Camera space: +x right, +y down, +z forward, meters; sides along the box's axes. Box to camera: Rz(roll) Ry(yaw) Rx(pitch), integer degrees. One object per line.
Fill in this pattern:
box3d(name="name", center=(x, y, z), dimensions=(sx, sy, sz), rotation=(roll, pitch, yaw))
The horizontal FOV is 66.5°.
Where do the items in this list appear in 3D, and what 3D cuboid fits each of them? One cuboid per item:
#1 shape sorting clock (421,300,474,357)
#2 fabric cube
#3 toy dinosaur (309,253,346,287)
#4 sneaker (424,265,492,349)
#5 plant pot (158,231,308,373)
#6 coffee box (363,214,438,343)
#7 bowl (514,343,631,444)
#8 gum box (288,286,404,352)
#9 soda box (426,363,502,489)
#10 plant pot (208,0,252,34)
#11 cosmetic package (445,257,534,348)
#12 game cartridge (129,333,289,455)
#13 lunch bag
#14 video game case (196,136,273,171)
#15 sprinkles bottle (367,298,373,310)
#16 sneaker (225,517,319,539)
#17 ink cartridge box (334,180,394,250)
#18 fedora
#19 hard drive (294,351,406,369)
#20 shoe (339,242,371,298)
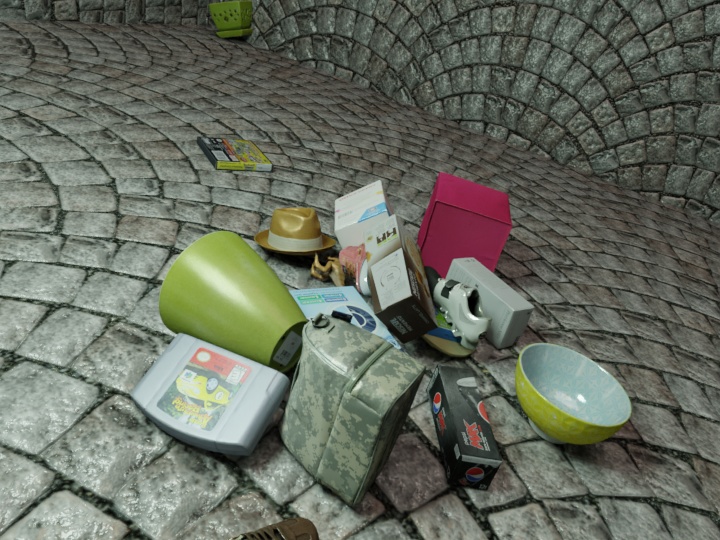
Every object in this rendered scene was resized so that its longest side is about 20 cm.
box3d(name="shape sorting clock", center=(0.161, 0.092, 1.126), dimensions=(0.197, 0.039, 0.202), rotation=(26, 32, -18))
box3d(name="fabric cube", center=(0.252, -0.097, 1.376), dimensions=(0.192, 0.203, 0.200), rotation=(18, 30, 1))
box3d(name="toy dinosaur", center=(-0.052, 0.007, 1.173), dimensions=(0.104, 0.061, 0.201), rotation=(12, 29, -13))
box3d(name="sneaker", center=(0.194, 0.050, 1.093), dimensions=(0.073, 0.089, 0.201), rotation=(0, 45, -43))
box3d(name="plant pot", center=(-0.177, 0.069, 0.859), dimensions=(0.198, 0.191, 0.186), rotation=(31, 31, 25))
box3d(name="coffee box", center=(0.072, 0.014, 1.024), dimensions=(0.114, 0.079, 0.203), rotation=(46, 26, -41))
box3d(name="bowl", center=(0.348, 0.232, 0.949), dimensions=(0.195, 0.110, 0.201), rotation=(13, 28, -7))
box3d(name="gum box", center=(-0.042, 0.105, 0.946), dimensions=(0.167, 0.045, 0.201), rotation=(-2, 35, -32))
box3d(name="soda box", center=(0.160, 0.242, 0.876), dimensions=(0.069, 0.064, 0.201), rotation=(11, 30, -10))
box3d(name="plant pot", center=(-0.737, -1.455, 3.183), dimensions=(0.195, 0.186, 0.200), rotation=(0, 25, 13))
box3d(name="cosmetic package", center=(0.272, 0.067, 1.205), dimensions=(0.073, 0.104, 0.200), rotation=(-5, 34, -34))
box3d(name="game cartridge", center=(-0.213, 0.172, 0.764), dimensions=(0.196, 0.041, 0.134), rotation=(17, 53, 17))
box3d(name="lunch bag", center=(-0.023, 0.177, 0.745), dimensions=(0.165, 0.204, 0.139), rotation=(27, 28, 17))
box3d(name="video game case", center=(-0.379, -0.352, 1.655), dimensions=(0.177, 0.026, 0.200), rotation=(-4, 34, -33))
box3d(name="sprinkles bottle", center=(0.066, 0.046, 1.158), dimensions=(0.067, 0.070, 0.200), rotation=(21, 29, 7))
box3d(name="sneaker", center=(-0.115, 0.315, 0.583), dimensions=(0.070, 0.077, 0.198), rotation=(35, 34, 31))
box3d(name="ink cartridge box", center=(0.019, -0.108, 1.293), dimensions=(0.126, 0.127, 0.201), rotation=(-21, 28, 10))
box3d(name="fedora", center=(-0.146, -0.096, 1.235), dimensions=(0.195, 0.084, 0.201), rotation=(4, 18, -1))
box3d(name="hard drive", center=(-0.014, 0.157, 0.957), dimensions=(0.197, 0.039, 0.139), rotation=(-10, 39, -39))
box3d(name="shoe", center=(0.000, 0.000, 1.121), dimensions=(0.089, 0.073, 0.201), rotation=(-15, 26, 19))
